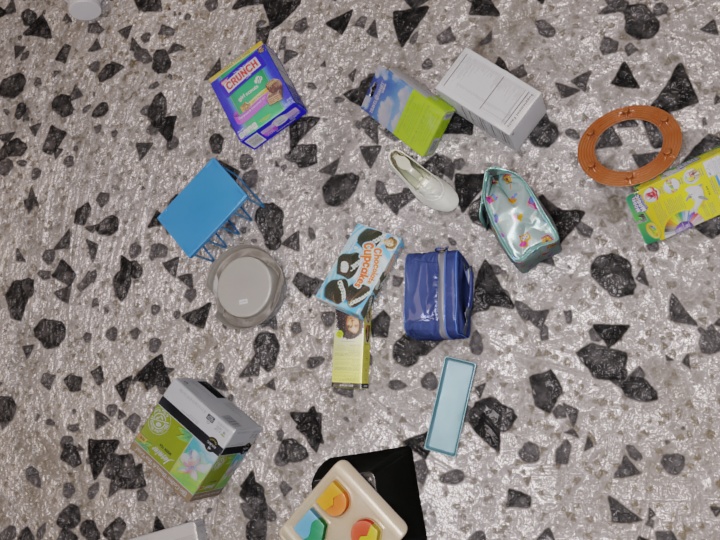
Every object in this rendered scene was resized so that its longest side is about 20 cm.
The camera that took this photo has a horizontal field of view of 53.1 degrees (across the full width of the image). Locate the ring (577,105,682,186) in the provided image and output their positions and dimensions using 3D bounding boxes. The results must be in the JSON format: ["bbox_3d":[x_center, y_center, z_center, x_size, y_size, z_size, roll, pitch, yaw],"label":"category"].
[{"bbox_3d":[0.535,-0.255,1.441,0.200,0.019,0.201,-14,56,22],"label":"ring"}]

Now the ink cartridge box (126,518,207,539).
[{"bbox_3d":[-0.438,0.686,1.657,0.200,0.045,0.176,-20,74,16],"label":"ink cartridge box"}]

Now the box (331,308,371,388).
[{"bbox_3d":[-0.019,0.160,1.592,0.075,0.050,0.200,-2,81,19],"label":"box"}]

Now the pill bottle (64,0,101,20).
[{"bbox_3d":[-0.776,-0.805,1.998,0.112,0.112,0.200,-17,75,16],"label":"pill bottle"}]

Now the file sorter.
[{"bbox_3d":[-0.350,-0.139,1.724,0.200,0.123,0.139,-46,70,8],"label":"file sorter"}]

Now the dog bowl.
[{"bbox_3d":[-0.264,0.041,1.697,0.200,0.059,0.200,-3,80,20],"label":"dog bowl"}]

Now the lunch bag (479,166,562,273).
[{"bbox_3d":[0.309,-0.107,1.452,0.122,0.170,0.200,-32,76,10],"label":"lunch bag"}]

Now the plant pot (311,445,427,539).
[{"bbox_3d":[0.004,0.477,1.462,0.200,0.177,0.200,-13,77,16],"label":"plant pot"}]

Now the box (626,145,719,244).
[{"bbox_3d":[0.623,-0.141,1.389,0.200,0.048,0.117,-26,103,12],"label":"box"}]

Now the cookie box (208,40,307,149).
[{"bbox_3d":[-0.252,-0.428,1.763,0.171,0.075,0.200,-33,71,13],"label":"cookie box"}]

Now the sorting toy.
[{"bbox_3d":[-0.038,0.493,1.361,0.185,0.036,0.200,43,96,21],"label":"sorting toy"}]

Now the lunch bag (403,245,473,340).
[{"bbox_3d":[0.170,0.046,1.497,0.132,0.136,0.200,-2,79,19],"label":"lunch bag"}]

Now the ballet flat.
[{"bbox_3d":[0.130,-0.201,1.592,0.200,0.069,0.069,44,97,21],"label":"ballet flat"}]

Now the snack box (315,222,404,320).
[{"bbox_3d":[0.000,0.000,1.587,0.116,0.037,0.200,21,71,24],"label":"snack box"}]

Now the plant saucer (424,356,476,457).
[{"bbox_3d":[0.190,0.285,1.513,0.070,0.019,0.200,12,84,21],"label":"plant saucer"}]

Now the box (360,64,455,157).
[{"bbox_3d":[0.103,-0.360,1.611,0.200,0.048,0.122,42,128,21],"label":"box"}]

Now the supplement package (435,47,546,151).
[{"bbox_3d":[0.280,-0.364,1.540,0.200,0.110,0.114,39,95,22],"label":"supplement package"}]

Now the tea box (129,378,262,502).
[{"bbox_3d":[-0.373,0.381,1.638,0.200,0.134,0.197,34,94,22],"label":"tea box"}]
